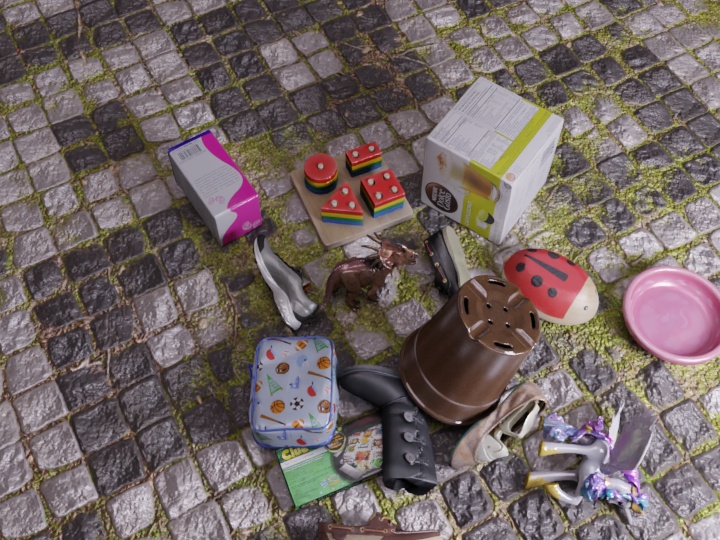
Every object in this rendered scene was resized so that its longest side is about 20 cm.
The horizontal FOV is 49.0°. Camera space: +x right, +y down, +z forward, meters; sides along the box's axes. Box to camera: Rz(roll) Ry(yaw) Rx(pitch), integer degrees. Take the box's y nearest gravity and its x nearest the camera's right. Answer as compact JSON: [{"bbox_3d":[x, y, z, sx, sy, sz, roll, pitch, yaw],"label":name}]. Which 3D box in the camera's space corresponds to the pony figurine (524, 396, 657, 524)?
[{"bbox_3d":[0.387,0.302,1.291,0.197,0.167,0.196,13,91,4],"label":"pony figurine"}]

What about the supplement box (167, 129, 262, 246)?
[{"bbox_3d":[-0.290,-0.166,1.580,0.100,0.104,0.201,-29,62,-18],"label":"supplement box"}]

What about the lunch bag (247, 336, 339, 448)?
[{"bbox_3d":[-0.118,0.205,1.363,0.158,0.076,0.202,-3,51,4],"label":"lunch bag"}]

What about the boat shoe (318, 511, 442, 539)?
[{"bbox_3d":[0.029,0.416,1.248,0.197,0.072,0.073,-6,59,3],"label":"boat shoe"}]

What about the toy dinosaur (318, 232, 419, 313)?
[{"bbox_3d":[0.000,0.000,1.462,0.198,0.136,0.086,-22,61,-13],"label":"toy dinosaur"}]

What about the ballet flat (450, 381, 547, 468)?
[{"bbox_3d":[0.234,0.267,1.314,0.200,0.068,0.067,-45,41,-4],"label":"ballet flat"}]

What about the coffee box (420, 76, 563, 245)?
[{"bbox_3d":[0.253,-0.216,1.559,0.197,0.201,0.200,31,64,18],"label":"coffee box"}]

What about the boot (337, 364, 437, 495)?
[{"bbox_3d":[0.042,0.264,1.316,0.163,0.066,0.202,10,53,-14],"label":"boot"}]

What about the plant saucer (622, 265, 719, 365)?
[{"bbox_3d":[0.582,0.088,1.465,0.197,0.051,0.203,0,58,-1],"label":"plant saucer"}]

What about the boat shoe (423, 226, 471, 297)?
[{"bbox_3d":[0.176,0.018,1.500,0.063,0.073,0.204,-27,67,24],"label":"boat shoe"}]

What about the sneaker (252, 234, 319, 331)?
[{"bbox_3d":[-0.142,0.015,1.483,0.079,0.074,0.201,-29,69,-3],"label":"sneaker"}]

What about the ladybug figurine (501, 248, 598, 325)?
[{"bbox_3d":[0.358,0.021,1.490,0.198,0.072,0.136,28,62,16],"label":"ladybug figurine"}]

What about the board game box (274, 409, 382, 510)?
[{"bbox_3d":[-0.035,0.317,1.333,0.198,0.024,0.106,-19,63,-12],"label":"board game box"}]

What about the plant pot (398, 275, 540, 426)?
[{"bbox_3d":[0.192,0.125,1.320,0.198,0.199,0.202,12,51,-15],"label":"plant pot"}]

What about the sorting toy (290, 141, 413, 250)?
[{"bbox_3d":[-0.020,-0.169,1.604,0.197,0.070,0.201,-21,61,-13],"label":"sorting toy"}]
